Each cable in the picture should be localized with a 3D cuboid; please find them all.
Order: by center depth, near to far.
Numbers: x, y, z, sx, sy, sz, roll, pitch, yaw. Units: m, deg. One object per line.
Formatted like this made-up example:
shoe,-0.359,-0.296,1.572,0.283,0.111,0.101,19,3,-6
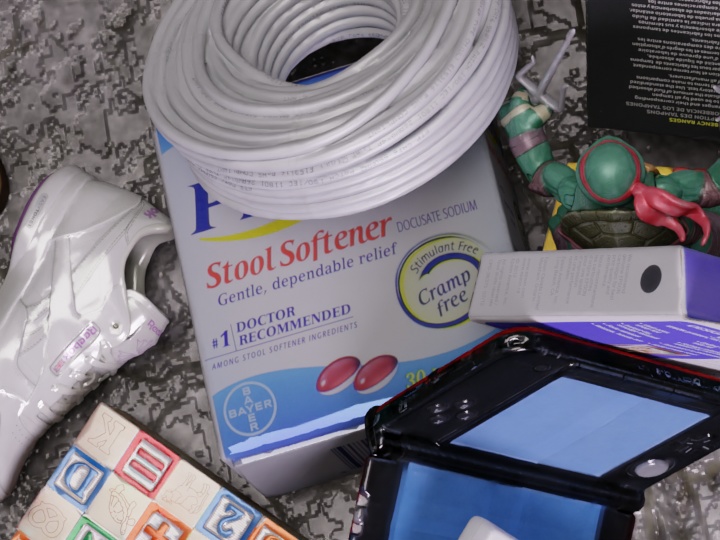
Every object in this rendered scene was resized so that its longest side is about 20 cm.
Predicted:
cable,-0.015,-0.115,1.431,0.199,0.069,0.201,-14,46,12

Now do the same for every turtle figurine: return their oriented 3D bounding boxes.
turtle figurine,0.138,-0.047,1.414,0.149,0.200,0.101,15,76,14

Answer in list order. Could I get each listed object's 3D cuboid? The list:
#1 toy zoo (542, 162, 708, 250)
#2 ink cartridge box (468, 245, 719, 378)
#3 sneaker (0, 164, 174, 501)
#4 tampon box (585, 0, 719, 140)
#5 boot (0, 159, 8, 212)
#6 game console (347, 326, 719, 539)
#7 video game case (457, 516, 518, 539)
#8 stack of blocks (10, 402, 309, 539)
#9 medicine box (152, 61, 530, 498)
toy zoo,0.179,0.008,1.514,0.198,0.020,0.132,4,82,10
ink cartridge box,0.191,0.026,1.356,0.199,0.197,0.044,2,81,51
sneaker,-0.169,0.044,1.538,0.099,0.075,0.201,19,85,13
tampon box,0.190,-0.189,1.429,0.125,0.201,0.151,7,50,11
boot,-0.275,-0.116,1.581,0.073,0.075,0.201,-36,77,4
game console,0.102,0.129,1.409,0.172,0.199,0.119,-33,55,39
video game case,0.074,0.243,1.418,0.023,0.200,0.183,29,86,46
stack of blocks,-0.091,0.178,1.513,0.199,0.059,0.116,33,88,12
medicine box,0.000,0.000,1.489,0.181,0.103,0.201,-17,71,8
